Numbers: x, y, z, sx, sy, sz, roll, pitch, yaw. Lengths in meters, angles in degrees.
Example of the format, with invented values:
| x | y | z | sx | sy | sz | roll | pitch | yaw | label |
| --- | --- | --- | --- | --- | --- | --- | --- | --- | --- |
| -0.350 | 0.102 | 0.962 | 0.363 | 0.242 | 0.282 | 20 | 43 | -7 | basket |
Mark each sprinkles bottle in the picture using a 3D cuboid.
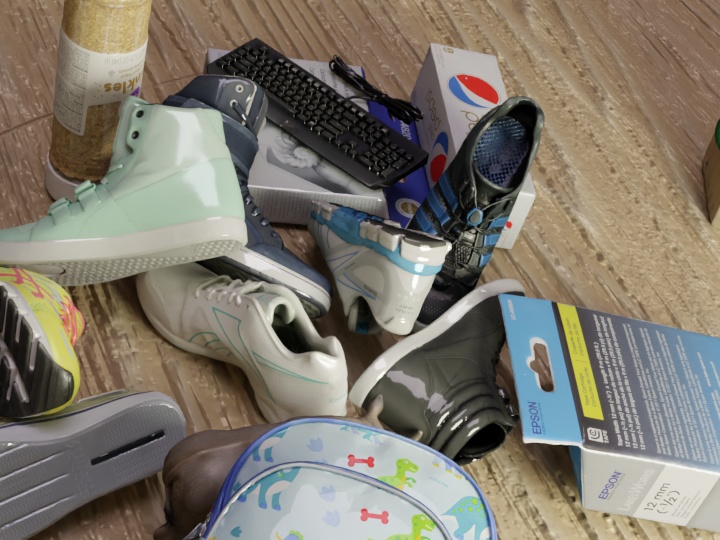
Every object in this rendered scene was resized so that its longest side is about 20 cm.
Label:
| x | y | z | sx | sy | sz | roll | pitch | yaw | label |
| --- | --- | --- | --- | --- | --- | --- | --- | --- | --- |
| -0.199 | -0.141 | 1.140 | 0.067 | 0.201 | 0.069 | 9 | 40 | -8 | sprinkles bottle |

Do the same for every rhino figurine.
| x | y | z | sx | sy | sz | roll | pitch | yaw | label |
| --- | --- | --- | --- | --- | --- | --- | --- | --- | --- |
| -0.043 | 0.129 | 0.969 | 0.198 | 0.088 | 0.060 | -10 | 46 | -28 | rhino figurine |

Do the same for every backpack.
| x | y | z | sx | sy | sz | roll | pitch | yaw | label |
| --- | --- | --- | --- | --- | --- | --- | --- | --- | --- |
| -0.016 | 0.184 | 0.827 | 0.181 | 0.147 | 0.201 | 20 | 59 | 4 | backpack |

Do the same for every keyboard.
| x | y | z | sx | sy | sz | roll | pitch | yaw | label |
| --- | --- | --- | --- | --- | --- | --- | --- | --- | --- |
| -0.023 | -0.143 | 1.281 | 0.199 | 0.021 | 0.127 | 36 | 42 | 21 | keyboard |

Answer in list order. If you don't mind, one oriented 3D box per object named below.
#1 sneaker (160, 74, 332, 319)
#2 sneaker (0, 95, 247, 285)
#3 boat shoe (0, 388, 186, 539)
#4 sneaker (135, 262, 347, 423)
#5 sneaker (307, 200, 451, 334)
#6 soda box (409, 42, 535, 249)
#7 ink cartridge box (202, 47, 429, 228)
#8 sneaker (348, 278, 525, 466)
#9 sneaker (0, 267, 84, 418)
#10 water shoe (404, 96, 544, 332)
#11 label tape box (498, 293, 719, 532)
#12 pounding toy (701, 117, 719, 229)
| x | y | z | sx | sy | sz | roll | pitch | yaw | label |
| --- | --- | --- | --- | --- | --- | --- | --- | --- | --- |
| -0.083 | -0.063 | 1.143 | 0.201 | 0.077 | 0.147 | 29 | 72 | 12 | sneaker |
| -0.183 | -0.059 | 1.079 | 0.198 | 0.074 | 0.120 | -9 | 76 | 5 | sneaker |
| -0.206 | 0.125 | 0.948 | 0.198 | 0.073 | 0.062 | -15 | 12 | -29 | boat shoe |
| -0.080 | 0.034 | 1.073 | 0.199 | 0.081 | 0.070 | 34 | 44 | 25 | sneaker |
| 0.000 | 0.000 | 1.127 | 0.074 | 0.088 | 0.200 | 12 | 6 | -18 | sneaker |
| 0.094 | -0.111 | 1.308 | 0.067 | 0.064 | 0.201 | 8 | 42 | -16 | soda box |
| -0.034 | -0.112 | 1.287 | 0.198 | 0.041 | 0.201 | 5 | 40 | -13 | ink cartridge box |
| 0.084 | 0.079 | 1.094 | 0.099 | 0.071 | 0.199 | 44 | 41 | 13 | sneaker |
| -0.217 | 0.038 | 0.997 | 0.089 | 0.079 | 0.200 | 5 | 17 | -34 | sneaker |
| 0.080 | -0.048 | 1.161 | 0.071 | 0.079 | 0.202 | 25 | 74 | -1 | water shoe |
| 0.189 | 0.102 | 1.081 | 0.198 | 0.067 | 0.144 | 11 | 40 | -14 | label tape box |
| 0.392 | -0.139 | 1.350 | 0.198 | 0.185 | 0.143 | 13 | 39 | -3 | pounding toy |
